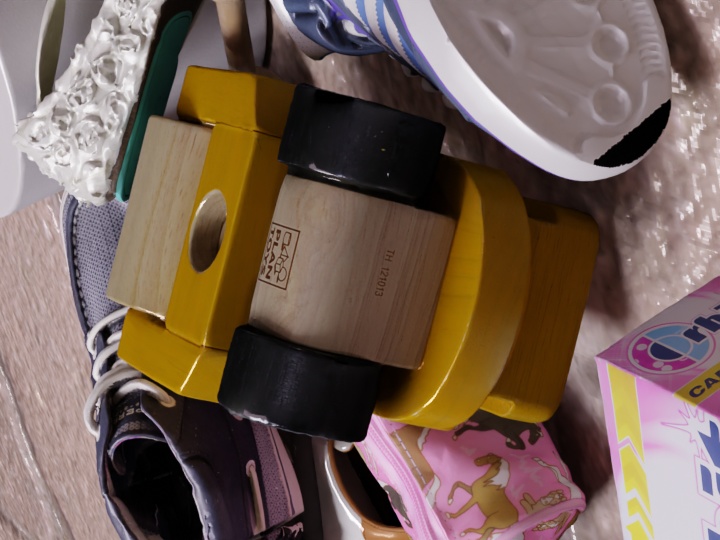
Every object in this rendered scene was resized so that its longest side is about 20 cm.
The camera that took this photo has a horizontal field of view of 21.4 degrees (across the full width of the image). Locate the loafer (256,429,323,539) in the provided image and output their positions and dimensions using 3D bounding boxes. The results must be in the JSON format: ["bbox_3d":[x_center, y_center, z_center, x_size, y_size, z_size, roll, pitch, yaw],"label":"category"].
[{"bbox_3d":[-0.064,0.072,0.908,0.072,0.071,0.202,-3,102,41],"label":"loafer"}]

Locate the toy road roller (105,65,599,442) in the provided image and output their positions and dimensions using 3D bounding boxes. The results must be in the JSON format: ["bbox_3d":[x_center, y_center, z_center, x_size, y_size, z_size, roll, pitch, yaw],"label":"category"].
[{"bbox_3d":[0.000,0.000,0.748,0.200,0.145,0.124,18,94,60],"label":"toy road roller"}]

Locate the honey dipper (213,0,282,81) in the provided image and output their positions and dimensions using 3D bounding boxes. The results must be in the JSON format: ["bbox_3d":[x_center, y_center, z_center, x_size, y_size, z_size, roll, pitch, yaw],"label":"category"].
[{"bbox_3d":[-0.050,-0.093,0.822,0.038,0.038,0.200,56,171,13],"label":"honey dipper"}]

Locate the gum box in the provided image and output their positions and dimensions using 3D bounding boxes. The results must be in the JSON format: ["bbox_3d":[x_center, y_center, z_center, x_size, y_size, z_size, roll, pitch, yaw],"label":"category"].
[{"bbox_3d":[0.155,0.118,0.674,0.113,0.066,0.202,27,137,49],"label":"gum box"}]

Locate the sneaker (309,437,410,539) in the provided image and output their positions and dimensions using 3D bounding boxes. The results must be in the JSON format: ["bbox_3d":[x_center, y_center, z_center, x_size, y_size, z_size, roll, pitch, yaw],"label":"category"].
[{"bbox_3d":[-0.024,0.060,0.968,0.085,0.073,0.201,-41,78,44],"label":"sneaker"}]

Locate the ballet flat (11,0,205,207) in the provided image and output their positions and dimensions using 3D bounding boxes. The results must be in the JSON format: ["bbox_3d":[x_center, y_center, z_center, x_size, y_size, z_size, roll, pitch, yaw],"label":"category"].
[{"bbox_3d":[-0.092,-0.123,0.790,0.072,0.071,0.201,37,108,41],"label":"ballet flat"}]

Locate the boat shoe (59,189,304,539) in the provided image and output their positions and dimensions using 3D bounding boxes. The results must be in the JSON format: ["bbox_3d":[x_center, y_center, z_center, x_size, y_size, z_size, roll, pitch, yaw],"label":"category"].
[{"bbox_3d":[-0.090,0.042,0.837,0.201,0.074,0.093,63,-164,7],"label":"boat shoe"}]

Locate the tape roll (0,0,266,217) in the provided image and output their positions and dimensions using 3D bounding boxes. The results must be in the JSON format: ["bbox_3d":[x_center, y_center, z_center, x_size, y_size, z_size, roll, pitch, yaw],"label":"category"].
[{"bbox_3d":[-0.155,-0.145,0.917,0.203,0.138,0.204,43,149,35],"label":"tape roll"}]

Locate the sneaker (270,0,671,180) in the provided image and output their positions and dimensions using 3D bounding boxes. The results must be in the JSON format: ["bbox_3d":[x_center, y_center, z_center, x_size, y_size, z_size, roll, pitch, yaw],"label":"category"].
[{"bbox_3d":[0.028,-0.099,0.710,0.200,0.080,0.147,50,165,9],"label":"sneaker"}]

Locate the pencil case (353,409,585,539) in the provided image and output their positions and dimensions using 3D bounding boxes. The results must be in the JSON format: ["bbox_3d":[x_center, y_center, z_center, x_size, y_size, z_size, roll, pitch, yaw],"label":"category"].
[{"bbox_3d":[0.018,0.048,0.833,0.201,0.086,0.083,56,169,16],"label":"pencil case"}]
